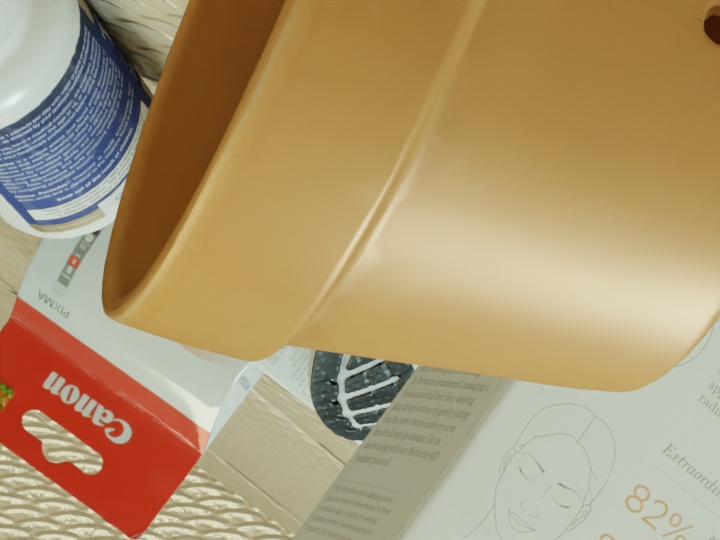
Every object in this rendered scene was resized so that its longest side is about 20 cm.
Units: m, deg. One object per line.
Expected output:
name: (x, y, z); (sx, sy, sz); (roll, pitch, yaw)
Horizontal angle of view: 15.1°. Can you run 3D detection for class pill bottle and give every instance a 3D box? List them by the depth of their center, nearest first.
pill bottle: (-0.186, -0.105, 1.422); (0.111, 0.111, 0.200); (32, 169, 27)

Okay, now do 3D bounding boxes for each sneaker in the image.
sneaker: (0.000, 0.000, 1.286); (0.081, 0.074, 0.200); (-94, -8, -50)

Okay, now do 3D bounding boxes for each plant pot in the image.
plant pot: (0.033, -0.054, 0.713); (0.140, 0.200, 0.200); (23, 173, -11)

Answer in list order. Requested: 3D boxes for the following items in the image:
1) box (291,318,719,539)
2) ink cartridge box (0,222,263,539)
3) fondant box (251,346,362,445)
box: (0.100, 0.068, 0.956); (0.152, 0.200, 0.106); (39, 169, -12)
ink cartridge box: (-0.143, 0.038, 1.665); (0.162, 0.200, 0.050); (34, 169, 16)
fondant box: (0.017, 0.047, 1.420); (0.200, 0.058, 0.144); (38, -165, 2)
